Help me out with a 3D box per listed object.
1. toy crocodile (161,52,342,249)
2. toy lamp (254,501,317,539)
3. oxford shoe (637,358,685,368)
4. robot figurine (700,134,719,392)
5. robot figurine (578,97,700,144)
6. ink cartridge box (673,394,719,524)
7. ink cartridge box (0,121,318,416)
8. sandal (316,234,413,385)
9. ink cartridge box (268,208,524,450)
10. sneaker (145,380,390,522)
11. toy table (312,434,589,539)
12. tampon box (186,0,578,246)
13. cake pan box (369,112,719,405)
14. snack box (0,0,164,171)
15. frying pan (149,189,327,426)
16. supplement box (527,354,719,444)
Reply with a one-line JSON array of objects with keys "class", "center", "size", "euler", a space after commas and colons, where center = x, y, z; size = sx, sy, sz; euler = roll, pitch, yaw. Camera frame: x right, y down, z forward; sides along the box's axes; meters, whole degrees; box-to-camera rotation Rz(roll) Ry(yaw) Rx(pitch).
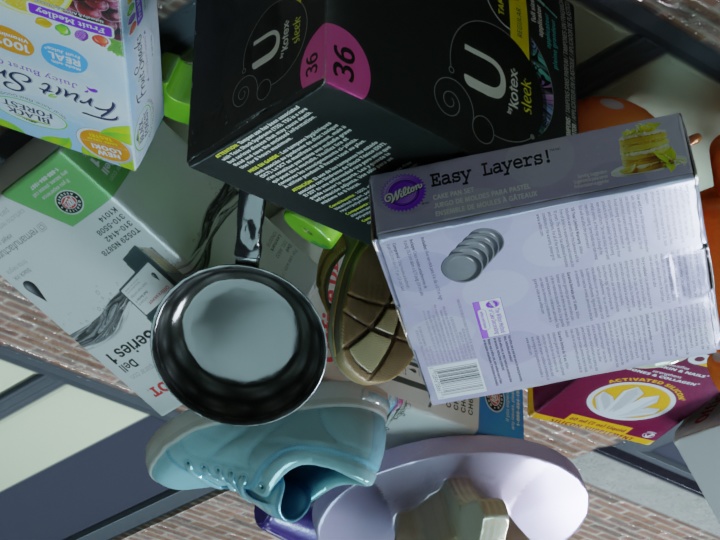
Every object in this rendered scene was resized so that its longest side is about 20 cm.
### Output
[{"class": "toy crocodile", "center": [-0.046, -0.075, 1.438], "size": [0.200, 0.068, 0.062], "euler": [35, 167, 10]}, {"class": "toy lamp", "center": [0.017, 0.192, 1.690], "size": [0.199, 0.058, 0.058], "euler": [16, 148, -26]}, {"class": "oxford shoe", "center": [0.168, 0.000, 1.519], "size": [0.075, 0.200, 0.058], "euler": [-13, 123, -7]}, {"class": "robot figurine", "center": [0.272, 0.009, 1.466], "size": [0.116, 0.201, 0.144], "euler": [-15, -170, -31]}, {"class": "robot figurine", "center": [0.123, -0.049, 1.454], "size": [0.144, 0.117, 0.200], "euler": [5, 171, -43]}, {"class": "ink cartridge box", "center": [0.356, 0.101, 1.706], "size": [0.200, 0.145, 0.084], "euler": [-23, 100, 38]}, {"class": "ink cartridge box", "center": [-0.148, -0.012, 1.532], "size": [0.200, 0.084, 0.146], "euler": [43, 136, -16]}, {"class": "sandal", "center": [0.000, 0.000, 1.494], "size": [0.054, 0.200, 0.080], "euler": [-24, 130, 26]}, {"class": "ink cartridge box", "center": [-0.002, 0.061, 1.661], "size": [0.200, 0.148, 0.145], "euler": [21, 146, -31]}, {"class": "sneaker", "center": [-0.071, 0.134, 1.558], "size": [0.200, 0.082, 0.074], "euler": [-19, 144, 35]}, {"class": "toy table", "center": [0.074, 0.199, 1.599], "size": [0.199, 0.117, 0.184], "euler": [-11, 129, -5]}, {"class": "tampon box", "center": [0.015, -0.112, 1.341], "size": [0.200, 0.150, 0.126], "euler": [23, 145, -36]}, {"class": "cake pan box", "center": [0.112, 0.001, 1.330], "size": [0.184, 0.052, 0.200], "euler": [-11, 145, 8]}, {"class": "snack box", "center": [-0.192, -0.149, 1.350], "size": [0.142, 0.053, 0.200], "euler": [20, 153, 8]}, {"class": "frying pan", "center": [-0.088, 0.012, 1.451], "size": [0.115, 0.031, 0.191], "euler": [-13, 112, 11]}, {"class": "supplement box", "center": [0.216, 0.045, 1.684], "size": [0.110, 0.086, 0.200], "euler": [14, 149, -20]}]
